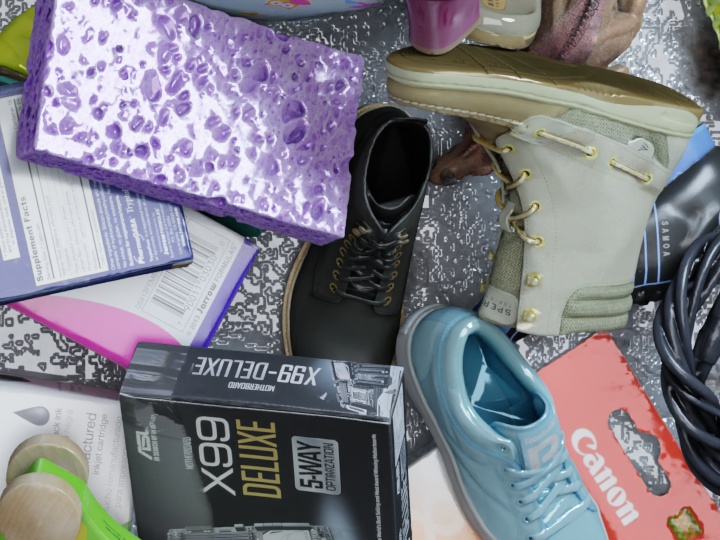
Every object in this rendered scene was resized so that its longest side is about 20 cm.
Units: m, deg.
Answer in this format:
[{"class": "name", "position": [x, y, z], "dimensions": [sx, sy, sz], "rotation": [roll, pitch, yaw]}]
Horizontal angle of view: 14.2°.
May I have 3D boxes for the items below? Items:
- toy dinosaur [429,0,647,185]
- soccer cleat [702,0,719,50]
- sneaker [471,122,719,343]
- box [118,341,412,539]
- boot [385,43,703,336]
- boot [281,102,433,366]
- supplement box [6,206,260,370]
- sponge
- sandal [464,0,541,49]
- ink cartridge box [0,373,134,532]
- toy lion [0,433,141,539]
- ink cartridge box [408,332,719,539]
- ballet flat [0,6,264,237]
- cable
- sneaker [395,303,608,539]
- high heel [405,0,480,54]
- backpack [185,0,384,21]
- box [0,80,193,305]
[{"class": "toy dinosaur", "position": [0.120, -0.124, 1.713], "dimensions": [0.086, 0.201, 0.135], "rotation": [34, 46, 17]}, {"class": "soccer cleat", "position": [0.245, -0.137, 1.769], "dimensions": [0.084, 0.065, 0.201], "rotation": [-37, 96, -2]}, {"class": "sneaker", "position": [0.156, -0.003, 1.759], "dimensions": [0.200, 0.070, 0.078], "rotation": [-38, 91, -5]}, {"class": "box", "position": [-0.051, 0.135, 1.672], "dimensions": [0.157, 0.050, 0.201], "rotation": [6, 131, 9]}, {"class": "boot", "position": [0.089, -0.043, 1.645], "dimensions": [0.199, 0.072, 0.155], "rotation": [8, 108, -29]}, {"class": "boot", "position": [0.000, 0.000, 1.705], "dimensions": [0.077, 0.138, 0.201], "rotation": [5, 92, -7]}, {"class": "supplement box", "position": [-0.173, -0.018, 1.702], "dimensions": [0.199, 0.103, 0.102], "rotation": [29, 88, -8]}, {"class": "sponge", "position": [-0.094, -0.093, 1.629], "dimensions": [0.199, 0.030, 0.112], "rotation": [16, 73, -28]}, {"class": "sandal", "position": [0.072, -0.203, 1.692], "dimensions": [0.080, 0.200, 0.054], "rotation": [5, 128, -11]}, {"class": "ink cartridge box", "position": [-0.235, 0.133, 1.706], "dimensions": [0.199, 0.084, 0.146], "rotation": [8, 91, -8]}, {"class": "toy lion", "position": [-0.177, 0.205, 1.647], "dimensions": [0.199, 0.069, 0.192], "rotation": [31, 110, -14]}, {"class": "ink cartridge box", "position": [0.112, 0.157, 1.769], "dimensions": [0.199, 0.050, 0.163], "rotation": [-33, 96, -2]}, {"class": "ballet flat", "position": [-0.129, -0.095, 1.728], "dimensions": [0.199, 0.067, 0.067], "rotation": [29, 67, -5]}, {"class": "cable", "position": [0.258, 0.065, 1.757], "dimensions": [0.163, 0.051, 0.201], "rotation": [-27, 111, -25]}, {"class": "sneaker", "position": [0.092, 0.110, 1.708], "dimensions": [0.074, 0.082, 0.200], "rotation": [-39, 103, -17]}, {"class": "high heel", "position": [0.082, -0.213, 1.608], "dimensions": [0.067, 0.096, 0.200], "rotation": [18, 52, 19]}, {"class": "backpack", "position": [-0.063, -0.222, 1.661], "dimensions": [0.175, 0.200, 0.154], "rotation": [7, 95, -19]}, {"class": "box", "position": [-0.204, -0.042, 1.626], "dimensions": [0.199, 0.032, 0.122], "rotation": [-12, 88, -13]}]
